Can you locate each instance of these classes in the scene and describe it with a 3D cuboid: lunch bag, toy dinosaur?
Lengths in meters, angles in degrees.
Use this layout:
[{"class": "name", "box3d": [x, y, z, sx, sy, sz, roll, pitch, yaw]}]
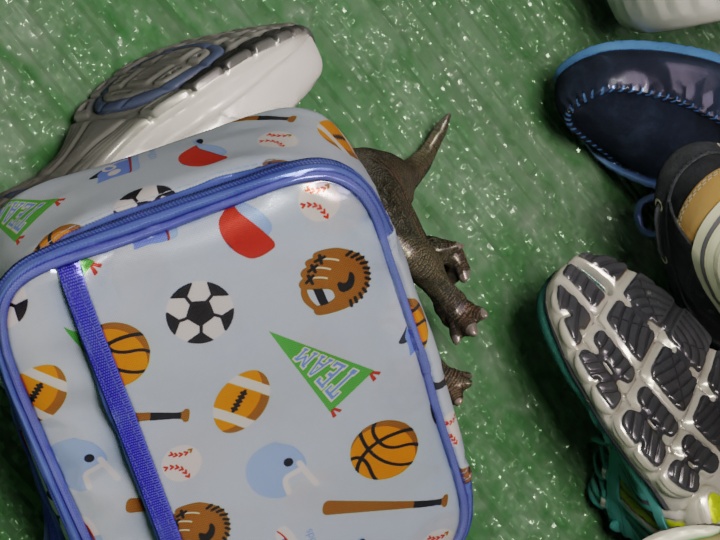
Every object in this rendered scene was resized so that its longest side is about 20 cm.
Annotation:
[{"class": "lunch bag", "box3d": [-0.050, 0.051, 0.839, 0.159, 0.076, 0.201, -20, 120, -6]}, {"class": "toy dinosaur", "box3d": [0.000, 0.000, 0.940, 0.102, 0.077, 0.201, 42, 64, -27]}]

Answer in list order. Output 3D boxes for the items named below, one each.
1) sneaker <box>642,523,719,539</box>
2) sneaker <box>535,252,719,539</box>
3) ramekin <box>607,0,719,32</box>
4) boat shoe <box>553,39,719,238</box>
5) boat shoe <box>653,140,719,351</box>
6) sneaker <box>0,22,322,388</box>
[{"class": "sneaker", "box3d": [0.104, 0.173, 0.931, 0.199, 0.089, 0.077, -23, 120, -10]}, {"class": "sneaker", "box3d": [0.127, 0.086, 1.003, 0.078, 0.079, 0.201, -44, 109, -42]}, {"class": "ramekin", "box3d": [0.190, -0.175, 1.030, 0.199, 0.200, 0.099, -22, 100, -34]}, {"class": "boat shoe", "box3d": [0.175, -0.046, 1.057, 0.199, 0.084, 0.069, 18, 60, -27]}, {"class": "boat shoe", "box3d": [0.175, 0.010, 1.025, 0.074, 0.062, 0.200, -38, 142, -4]}, {"class": "sneaker", "box3d": [-0.084, -0.024, 0.903, 0.200, 0.074, 0.087, -45, 117, -24]}]
